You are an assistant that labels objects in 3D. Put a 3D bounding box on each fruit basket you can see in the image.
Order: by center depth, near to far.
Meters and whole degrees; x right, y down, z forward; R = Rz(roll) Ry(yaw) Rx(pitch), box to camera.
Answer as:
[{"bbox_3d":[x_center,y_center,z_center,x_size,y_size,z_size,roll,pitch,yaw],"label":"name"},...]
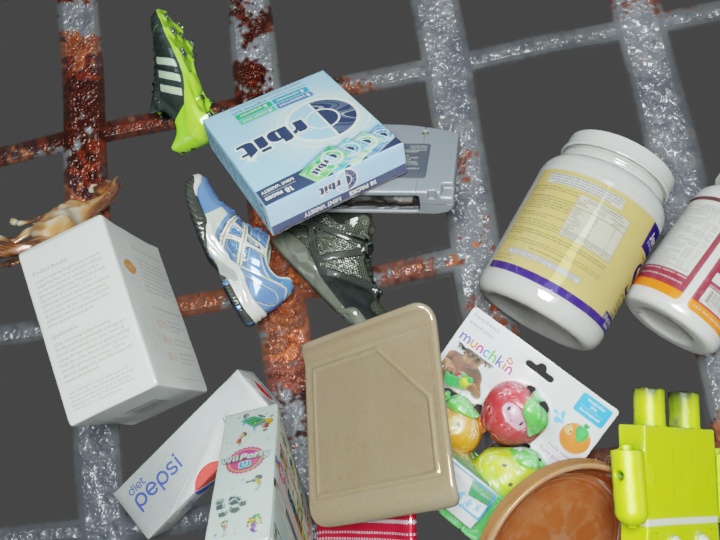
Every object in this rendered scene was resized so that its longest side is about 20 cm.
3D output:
[{"bbox_3d":[0.138,0.173,0.746,0.185,0.094,0.201,37,103,14],"label":"fruit basket"}]

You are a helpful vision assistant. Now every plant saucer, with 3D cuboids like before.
[{"bbox_3d":[0.201,0.282,0.711,0.198,0.032,0.203,-5,105,-19],"label":"plant saucer"}]

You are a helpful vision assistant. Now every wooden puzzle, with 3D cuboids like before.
[{"bbox_3d":[0.016,0.155,0.742,0.184,0.037,0.202,-23,64,34],"label":"wooden puzzle"}]

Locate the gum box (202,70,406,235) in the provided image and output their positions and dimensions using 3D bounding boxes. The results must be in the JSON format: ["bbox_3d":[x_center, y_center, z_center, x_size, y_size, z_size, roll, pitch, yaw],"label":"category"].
[{"bbox_3d":[-0.069,-0.145,0.815,0.169,0.045,0.200,-26,48,-14],"label":"gum box"}]

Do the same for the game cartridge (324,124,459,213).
[{"bbox_3d":[0.016,-0.123,0.835,0.197,0.042,0.134,2,42,12],"label":"game cartridge"}]

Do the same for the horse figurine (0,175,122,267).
[{"bbox_3d":[-0.378,-0.051,0.855,0.131,0.200,0.050,-11,113,9],"label":"horse figurine"}]

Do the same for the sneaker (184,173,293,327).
[{"bbox_3d":[-0.153,-0.032,0.862,0.076,0.076,0.201,-27,81,-12],"label":"sneaker"}]

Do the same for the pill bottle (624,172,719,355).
[{"bbox_3d":[0.384,-0.020,0.755,0.109,0.110,0.201,37,85,14],"label":"pill bottle"}]

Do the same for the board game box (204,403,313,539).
[{"bbox_3d":[-0.092,0.252,0.695,0.064,0.200,0.149,-14,112,1],"label":"board game box"}]

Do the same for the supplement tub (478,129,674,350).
[{"bbox_3d":[0.234,-0.033,0.761,0.144,0.145,0.201,30,84,13],"label":"supplement tub"}]

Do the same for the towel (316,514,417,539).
[{"bbox_3d":[0.001,0.282,0.754,0.144,0.022,0.203,-13,73,40],"label":"towel"}]

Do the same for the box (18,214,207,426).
[{"bbox_3d":[-0.279,0.064,0.811,0.105,0.152,0.202,-24,75,3],"label":"box"}]

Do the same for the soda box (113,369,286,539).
[{"bbox_3d":[-0.181,0.209,0.811,0.200,0.063,0.068,-45,76,-3],"label":"soda box"}]

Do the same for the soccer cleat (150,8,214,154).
[{"bbox_3d":[-0.246,-0.248,0.920,0.080,0.067,0.202,-26,76,15],"label":"soccer cleat"}]

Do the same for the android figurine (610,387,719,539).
[{"bbox_3d":[0.313,0.221,0.706,0.180,0.041,0.203,13,73,-32],"label":"android figurine"}]

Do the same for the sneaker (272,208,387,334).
[{"bbox_3d":[0.000,0.000,0.823,0.114,0.076,0.200,-43,76,-2],"label":"sneaker"}]
